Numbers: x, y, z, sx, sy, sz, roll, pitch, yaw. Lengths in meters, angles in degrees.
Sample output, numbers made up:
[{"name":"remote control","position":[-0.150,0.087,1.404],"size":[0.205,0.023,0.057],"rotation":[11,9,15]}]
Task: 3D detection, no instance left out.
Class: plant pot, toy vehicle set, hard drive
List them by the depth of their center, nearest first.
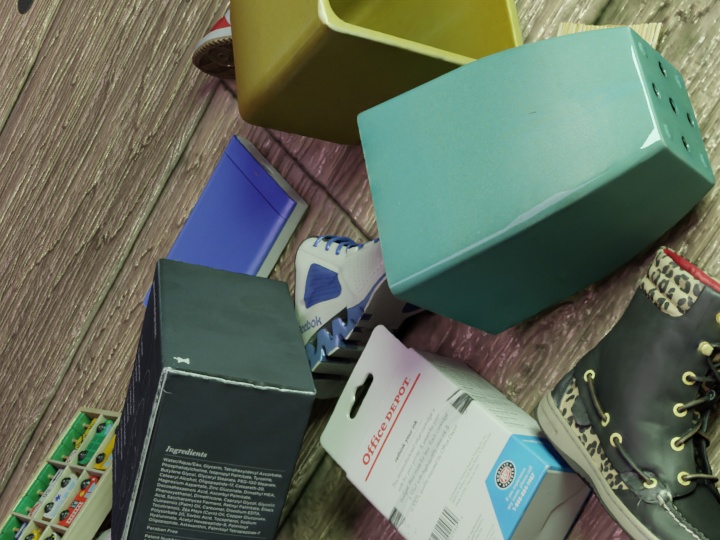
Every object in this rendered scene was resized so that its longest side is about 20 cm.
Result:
[{"name":"plant pot","position":[0.126,-0.067,0.815],"size":[0.199,0.141,0.143],"rotation":[-25,62,30]},{"name":"plant pot","position":[-0.010,-0.206,0.981],"size":[0.200,0.192,0.198],"rotation":[-37,53,48]},{"name":"hard drive","position":[-0.136,-0.014,1.167],"size":[0.132,0.025,0.201],"rotation":[47,112,42]},{"name":"toy vehicle set","position":[-0.296,0.230,1.195],"size":[0.123,0.027,0.201],"rotation":[-2,49,45]}]

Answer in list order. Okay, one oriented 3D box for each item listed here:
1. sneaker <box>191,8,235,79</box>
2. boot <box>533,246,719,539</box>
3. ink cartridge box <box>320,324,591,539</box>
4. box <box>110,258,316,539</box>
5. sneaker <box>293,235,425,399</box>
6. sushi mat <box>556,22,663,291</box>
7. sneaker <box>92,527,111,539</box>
[{"name":"sneaker","position":[-0.094,-0.269,1.165],"size":[0.199,0.071,0.114],"rotation":[-22,57,47]},{"name":"boot","position":[0.209,0.092,0.746],"size":[0.152,0.073,0.200],"rotation":[-59,40,16]},{"name":"ink cartridge box","position":[0.065,0.139,0.881],"size":[0.200,0.067,0.117],"rotation":[39,107,44]},{"name":"box","position":[-0.127,0.126,0.971],"size":[0.200,0.122,0.199],"rotation":[-112,35,-63]},{"name":"sneaker","position":[0.000,0.001,0.981],"size":[0.200,0.080,0.116],"rotation":[-48,51,28]},{"name":"sushi mat","position":[0.160,-0.087,0.887],"size":[0.095,0.012,0.203],"rotation":[15,90,46]},{"name":"sneaker","position":[-0.212,0.329,1.113],"size":[0.115,0.073,0.202],"rotation":[-32,56,40]}]
